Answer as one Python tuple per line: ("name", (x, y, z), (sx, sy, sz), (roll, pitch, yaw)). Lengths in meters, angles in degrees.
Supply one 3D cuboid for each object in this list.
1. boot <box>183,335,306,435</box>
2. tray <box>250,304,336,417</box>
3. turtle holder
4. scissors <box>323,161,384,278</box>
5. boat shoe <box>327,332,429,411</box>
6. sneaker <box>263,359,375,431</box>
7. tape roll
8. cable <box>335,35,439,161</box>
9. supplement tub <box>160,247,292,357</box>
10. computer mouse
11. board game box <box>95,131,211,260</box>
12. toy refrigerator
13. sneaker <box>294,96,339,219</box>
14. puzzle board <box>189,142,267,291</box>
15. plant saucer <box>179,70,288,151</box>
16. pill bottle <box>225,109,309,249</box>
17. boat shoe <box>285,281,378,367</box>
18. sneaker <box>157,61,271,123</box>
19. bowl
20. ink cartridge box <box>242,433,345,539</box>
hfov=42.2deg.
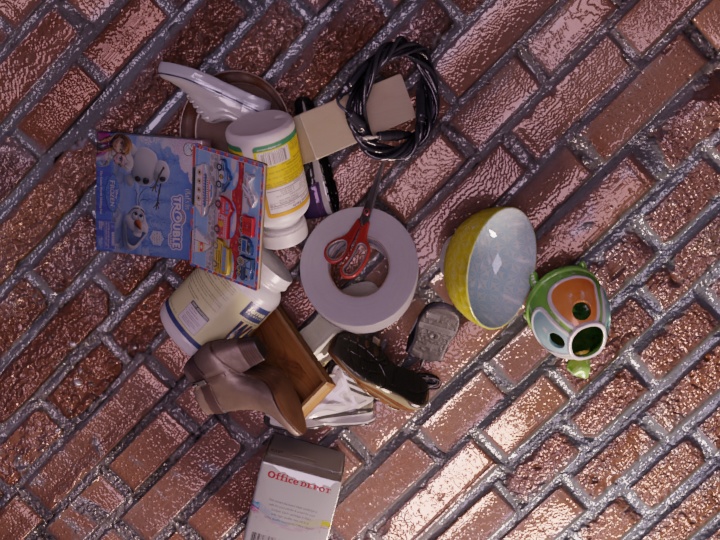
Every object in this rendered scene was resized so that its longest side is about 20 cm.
("boot", (-0.191, 0.199, 1.510), (0.144, 0.070, 0.203), (-25, 96, 20))
("tray", (-0.131, 0.154, 1.587), (0.099, 0.037, 0.201), (-45, 58, 9))
("turtle holder", (0.345, 0.091, 1.555), (0.138, 0.133, 0.188), (4, 125, -21))
("scissors", (0.012, -0.081, 1.541), (0.072, 0.014, 0.202), (30, 80, 14))
("boat shoe", (0.024, 0.184, 1.592), (0.199, 0.076, 0.074), (36, 141, -15))
("sneaker", (-0.075, 0.216, 1.645), (0.196, 0.076, 0.118), (-4, 91, -6))
("tape roll", (0.000, 0.000, 1.561), (0.196, 0.066, 0.205), (-1, 76, 5))
("cable", (0.061, -0.274, 1.486), (0.164, 0.051, 0.201), (48, 69, -18))
("supplement tub", (-0.225, 0.046, 1.573), (0.145, 0.145, 0.200), (44, 99, -6))
("computer mouse", (0.091, 0.114, 1.603), (0.138, 0.046, 0.202), (12, 128, 0))
("board game box", (-0.351, -0.127, 1.579), (0.195, 0.043, 0.204), (5, 101, 13))
("toy refrigerator", (-0.015, -0.245, 1.514), (0.198, 0.070, 0.077), (-27, 100, -24))
("sneaker", (-0.100, -0.186, 1.567), (0.086, 0.076, 0.204), (-10, 95, 16))
("puzzle board", (-0.212, -0.083, 1.456), (0.149, 0.017, 0.204), (18, 113, 30))
("plant saucer", (-0.207, -0.231, 1.569), (0.196, 0.034, 0.205), (1, 97, 11))
("pill bottle", (-0.142, -0.142, 1.492), (0.110, 0.113, 0.203), (-9, 119, 3))
("boat shoe", (-0.041, 0.099, 1.620), (0.201, 0.060, 0.072), (-42, 56, 4))
("sneaker", (-0.245, -0.278, 1.516), (0.197, 0.073, 0.072), (24, 95, 7))
("bowl", (0.196, -0.012, 1.557), (0.107, 0.198, 0.204), (14, 104, 41))
("ink cartridge box", (-0.118, 0.415, 1.634), (0.143, 0.145, 0.204), (15, 100, 0))
